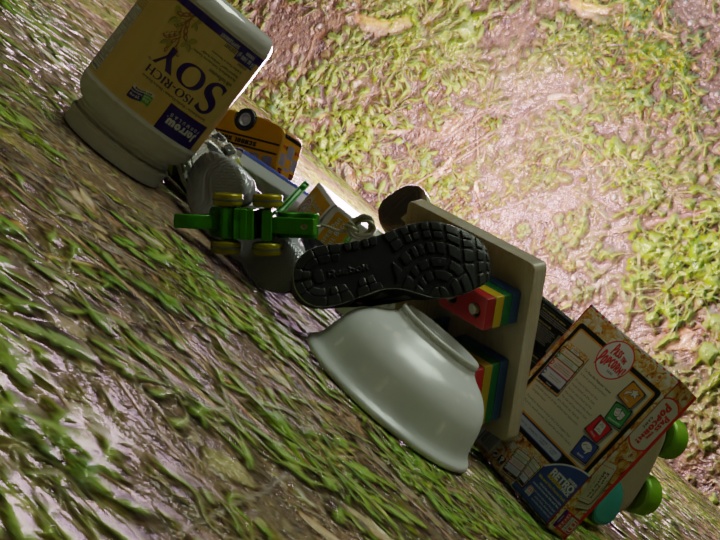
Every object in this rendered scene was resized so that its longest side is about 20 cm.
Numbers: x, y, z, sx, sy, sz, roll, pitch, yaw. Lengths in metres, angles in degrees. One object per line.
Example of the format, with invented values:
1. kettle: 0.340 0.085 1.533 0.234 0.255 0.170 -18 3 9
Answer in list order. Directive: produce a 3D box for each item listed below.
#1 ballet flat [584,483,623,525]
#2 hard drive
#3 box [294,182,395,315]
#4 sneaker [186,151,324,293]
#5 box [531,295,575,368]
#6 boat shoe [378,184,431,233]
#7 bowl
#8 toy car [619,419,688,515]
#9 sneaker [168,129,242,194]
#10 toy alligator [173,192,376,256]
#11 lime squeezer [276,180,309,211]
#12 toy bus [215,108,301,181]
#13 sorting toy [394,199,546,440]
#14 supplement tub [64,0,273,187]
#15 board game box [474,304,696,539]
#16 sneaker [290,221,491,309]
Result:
1. ballet flat: 0.249 0.252 1.480 0.067 0.067 0.200 19 -2 26
2. hard drive: -0.135 -0.108 1.650 0.131 0.026 0.200 9 -15 39
3. box: 0.000 0.000 1.579 0.200 0.102 0.113 37 6 -22
4. sneaker: -0.106 -0.040 1.386 0.200 0.075 0.114 50 10 30
5. box: 0.206 0.101 1.806 0.199 0.164 0.086 36 7 -24
6. boat shoe: 0.074 -0.045 1.617 0.076 0.071 0.200 53 6 -23
7. bowl: 0.052 0.096 1.255 0.201 0.091 0.201 39 5 -4
8. toy car: 0.287 0.209 1.674 0.163 0.159 0.200 22 4 -37
9. sneaker: -0.203 -0.138 1.487 0.201 0.074 0.085 55 -26 3
10. toy alligator: -0.085 -0.046 1.285 0.198 0.060 0.054 2 6 -4
11. lime squeezer: -0.105 -0.056 1.525 0.038 0.070 0.200 56 18 -5
12. toy bus: -0.177 -0.175 1.690 0.198 0.079 0.065 15 -2 21
13. sorting toy: 0.089 0.054 1.371 0.069 0.202 0.198 -12 29 -37
14. supplement tub: -0.203 -0.204 1.361 0.145 0.200 0.145 38 6 -5
15. board game box: 0.229 0.156 1.357 0.046 0.200 0.152 40 5 -44
16. sneaker: 0.028 -0.001 1.284 0.198 0.077 0.088 -4 -10 -8
